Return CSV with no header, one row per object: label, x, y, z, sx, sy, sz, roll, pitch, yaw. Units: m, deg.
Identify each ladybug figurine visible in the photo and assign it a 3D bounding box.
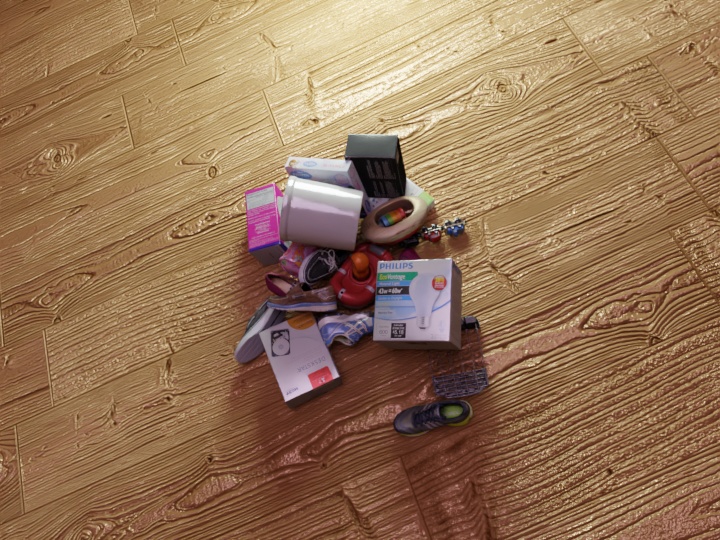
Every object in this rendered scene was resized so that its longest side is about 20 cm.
ladybug figurine,0.093,-0.127,1.615,0.197,0.072,0.137,-24,46,-1

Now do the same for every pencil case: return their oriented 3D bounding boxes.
pencil case,-0.146,-0.078,1.662,0.086,0.088,0.202,19,61,19

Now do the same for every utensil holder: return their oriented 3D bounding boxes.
utensil holder,-0.099,-0.147,1.559,0.196,0.170,0.173,9,68,0

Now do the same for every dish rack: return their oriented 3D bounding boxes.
dish rack,0.239,0.216,1.496,0.151,0.055,0.203,-12,67,9

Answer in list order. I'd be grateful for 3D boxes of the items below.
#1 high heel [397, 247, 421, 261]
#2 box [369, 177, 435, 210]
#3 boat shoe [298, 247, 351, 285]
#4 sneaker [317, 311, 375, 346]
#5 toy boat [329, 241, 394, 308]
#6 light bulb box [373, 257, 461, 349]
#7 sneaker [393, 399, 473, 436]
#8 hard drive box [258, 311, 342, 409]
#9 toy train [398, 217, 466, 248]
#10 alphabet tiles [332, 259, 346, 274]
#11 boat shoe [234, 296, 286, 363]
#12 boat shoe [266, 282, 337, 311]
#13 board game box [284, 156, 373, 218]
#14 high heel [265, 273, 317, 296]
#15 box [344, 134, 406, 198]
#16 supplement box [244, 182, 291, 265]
high heel,0.188,0.006,1.595,0.198,0.068,0.096,31,53,12
box,0.096,-0.203,1.715,0.144,0.036,0.200,-44,64,-8
boat shoe,-0.085,-0.027,1.615,0.067,0.075,0.199,-3,28,48
sneaker,-0.011,0.154,1.548,0.196,0.076,0.078,-5,64,-10
toy boat,0.000,0.000,1.588,0.129,0.131,0.201,29,70,22
light bulb box,0.144,0.085,1.467,0.195,0.125,0.204,-3,73,20
sneaker,0.172,0.346,1.437,0.197,0.081,0.075,-16,64,5
hard drive box,-0.155,0.229,1.551,0.154,0.077,0.202,-24,65,-9
toy train,0.199,-0.100,1.639,0.196,0.034,0.046,-15,56,0
alphabet tiles,-0.109,-0.080,1.723,0.199,0.006,0.167,38,80,23
boat shoe,-0.279,0.161,1.631,0.071,0.072,0.201,29,76,45
boat shoe,-0.152,0.067,1.551,0.196,0.072,0.074,0,91,18
board game box,-0.085,-0.227,1.653,0.197,0.200,0.042,8,60,26
high heel,-0.165,0.059,1.617,0.196,0.096,0.068,11,68,17
box,0.045,-0.281,1.628,0.138,0.201,0.080,2,66,12
supplement box,-0.264,-0.133,1.724,0.102,0.101,0.203,-13,64,12
